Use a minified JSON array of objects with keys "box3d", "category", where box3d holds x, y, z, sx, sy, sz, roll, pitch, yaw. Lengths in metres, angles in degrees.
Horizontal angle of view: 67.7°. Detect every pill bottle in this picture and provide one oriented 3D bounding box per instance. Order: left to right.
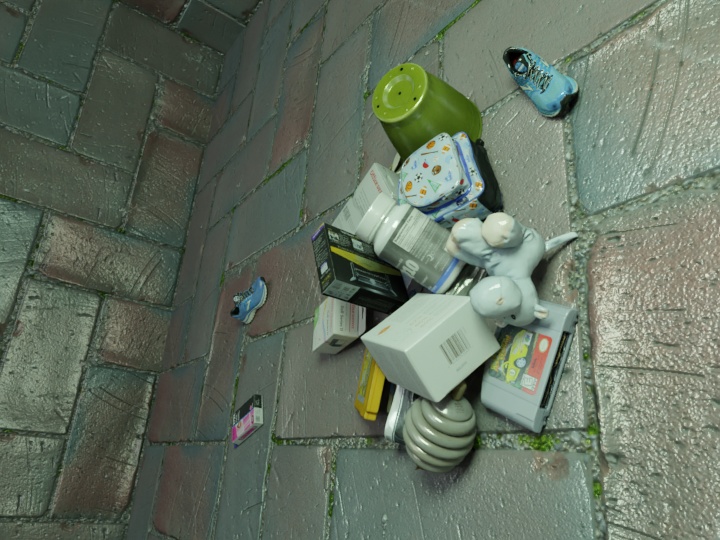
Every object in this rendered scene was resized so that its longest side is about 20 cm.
[{"box3d":[0.096,-0.052,1.001,0.114,0.199,0.114,-56,-2,-3],"category":"pill bottle"}]

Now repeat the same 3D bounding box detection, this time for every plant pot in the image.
[{"box3d":[0.126,-0.326,1.131,0.199,0.193,0.202,-12,68,32],"category":"plant pot"}]

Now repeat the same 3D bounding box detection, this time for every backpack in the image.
[{"box3d":[0.163,-0.161,1.069,0.190,0.153,0.201,-36,45,37],"category":"backpack"}]

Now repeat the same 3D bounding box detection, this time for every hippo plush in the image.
[{"box3d":[0.226,0.010,0.873,0.159,0.199,0.162,-12,71,55],"category":"hippo plush"}]

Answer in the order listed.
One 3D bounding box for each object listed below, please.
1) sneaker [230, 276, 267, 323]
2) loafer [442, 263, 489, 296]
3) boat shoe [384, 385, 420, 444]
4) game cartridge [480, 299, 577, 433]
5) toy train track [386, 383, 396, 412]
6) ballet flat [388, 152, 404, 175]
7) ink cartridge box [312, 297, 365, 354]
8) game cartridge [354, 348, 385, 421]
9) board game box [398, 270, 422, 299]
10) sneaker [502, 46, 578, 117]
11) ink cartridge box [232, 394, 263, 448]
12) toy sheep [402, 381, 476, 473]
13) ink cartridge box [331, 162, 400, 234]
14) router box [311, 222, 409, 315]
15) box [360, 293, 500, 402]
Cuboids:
[{"box3d":[-0.389,0.101,1.857,0.200,0.089,0.079,-55,37,24],"category":"sneaker"},{"box3d":[0.230,-0.007,0.992,0.201,0.070,0.070,-56,-1,4],"category":"loafer"},{"box3d":[0.107,0.241,1.053,0.067,0.072,0.201,9,64,24],"category":"boat shoe"},{"box3d":[0.268,0.145,0.879,0.133,0.041,0.201,15,87,62],"category":"game cartridge"},{"box3d":[0.086,0.197,1.111,0.032,0.115,0.202,11,96,17],"category":"toy train track"},{"box3d":[0.129,-0.289,1.283,0.201,0.064,0.076,-58,33,20],"category":"ballet flat"},{"box3d":[-0.054,0.122,1.314,0.200,0.067,0.118,135,141,-56],"category":"ink cartridge box"},{"box3d":[0.025,0.216,1.135,0.200,0.032,0.178,117,166,-80],"category":"game cartridge"},{"box3d":[0.086,-0.023,1.233,0.199,0.043,0.201,35,104,58],"category":"board game box"},{"box3d":[0.321,-0.355,0.997,0.079,0.090,0.201,-54,37,26],"category":"sneaker"},{"box3d":[-0.365,0.475,1.685,0.200,0.037,0.095,-47,39,37],"category":"ink cartridge box"},{"box3d":[0.137,0.269,0.930,0.138,0.137,0.201,-125,41,-52],"category":"toy sheep"},{"box3d":[0.027,-0.125,1.255,0.200,0.086,0.147,-51,37,26],"category":"ink cartridge box"},{"box3d":[0.000,0.000,1.125,0.052,0.199,0.158,-45,41,32],"category":"router box"},{"box3d":[0.117,0.127,0.953,0.152,0.107,0.200,-36,11,-17],"category":"box"}]
